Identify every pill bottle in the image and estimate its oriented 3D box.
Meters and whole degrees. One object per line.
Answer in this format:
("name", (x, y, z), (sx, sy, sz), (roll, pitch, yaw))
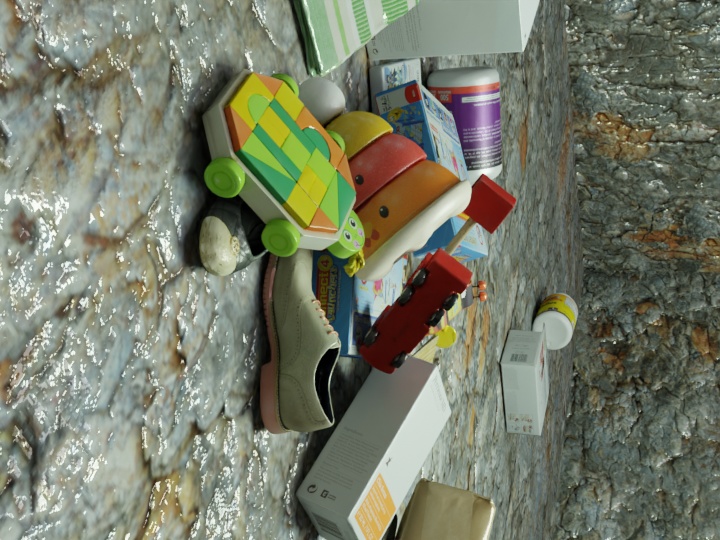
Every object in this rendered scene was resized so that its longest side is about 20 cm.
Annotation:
("pill bottle", (0.163, -0.210, 1.446), (0.112, 0.111, 0.204), (-40, 128, -65))
("pill bottle", (0.539, 0.132, 2.565), (0.200, 0.107, 0.111), (-45, 133, -64))

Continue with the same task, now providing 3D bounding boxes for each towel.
("towel", (-0.007, -0.317, 0.999), (0.200, 0.023, 0.154), (-45, 135, -37))

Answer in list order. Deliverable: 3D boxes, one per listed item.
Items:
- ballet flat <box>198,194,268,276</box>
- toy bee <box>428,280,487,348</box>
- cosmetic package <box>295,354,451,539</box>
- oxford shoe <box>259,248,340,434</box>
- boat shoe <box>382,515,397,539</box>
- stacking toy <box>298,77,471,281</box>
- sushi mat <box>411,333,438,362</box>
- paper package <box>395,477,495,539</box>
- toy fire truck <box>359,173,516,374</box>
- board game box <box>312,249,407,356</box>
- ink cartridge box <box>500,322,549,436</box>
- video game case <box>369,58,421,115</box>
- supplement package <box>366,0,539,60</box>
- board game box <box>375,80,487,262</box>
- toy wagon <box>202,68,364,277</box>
("ballet flat", (-0.082, -0.047, 0.820), (0.200, 0.056, 0.068), (-42, 129, -59))
("toy bee", (0.126, 0.033, 1.362), (0.202, 0.107, 0.132), (-70, 152, -42))
("cosmetic package", (0.020, 0.200, 1.031), (0.201, 0.070, 0.102), (-57, 146, -28))
("oxford shoe", (-0.050, 0.054, 0.893), (0.071, 0.073, 0.204), (17, 71, -68))
("boat shoe", (0.007, 0.344, 1.093), (0.200, 0.066, 0.058), (-49, 132, -67))
("stacking toy", (0.001, -0.105, 0.927), (0.201, 0.146, 0.146), (51, 23, 3))
("sushi mat", (0.038, 0.154, 1.147), (0.199, 0.012, 0.097), (-33, 142, -52))
("paper package", (0.077, 0.384, 1.128), (0.192, 0.102, 0.202), (100, 10, -59))
("toy fire truck", (0.080, 0.005, 0.988), (0.201, 0.048, 0.141), (-52, -177, 30))
("board game box", (0.000, 0.000, 1.068), (0.200, 0.055, 0.200), (22, 70, -70))
("ink cartridge box", (0.384, 0.246, 2.157), (0.176, 0.082, 0.203), (-60, 146, -54))
("video game case", (0.053, -0.180, 1.267), (0.182, 0.022, 0.204), (-40, 129, -66))
("supplement package", (0.109, -0.366, 1.147), (0.152, 0.197, 0.154), (-66, 151, -48))
("board game box", (0.092, -0.113, 1.164), (0.200, 0.055, 0.199), (11, 65, -72))
("toy wagon", (-0.053, -0.080, 0.817), (0.200, 0.039, 0.156), (47, 38, -21))
